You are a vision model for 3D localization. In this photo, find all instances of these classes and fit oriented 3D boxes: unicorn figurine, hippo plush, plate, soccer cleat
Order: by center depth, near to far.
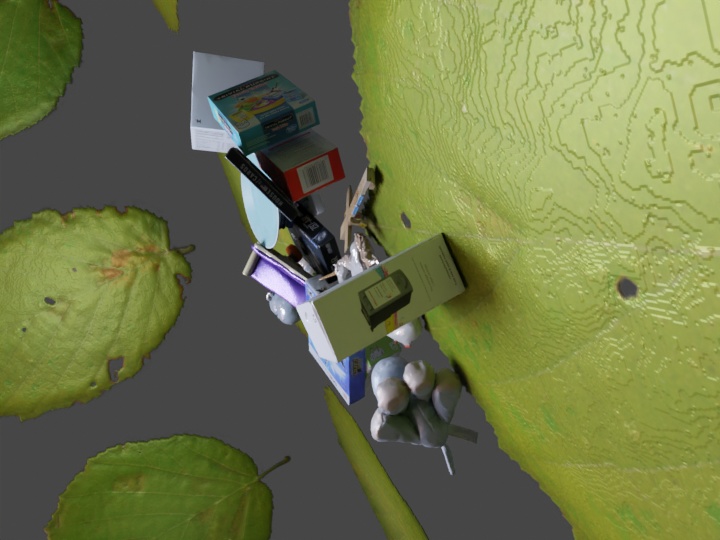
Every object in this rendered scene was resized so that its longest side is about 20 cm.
[{"bbox_3d":[0.100,0.204,0.927,0.195,0.162,0.162,25,-163,-18],"label":"hippo plush"},{"bbox_3d":[0.022,0.077,0.957,0.195,0.069,0.080,7,124,35],"label":"soccer cleat"},{"bbox_3d":[0.000,0.000,1.024,0.139,0.072,0.203,57,147,26],"label":"unicorn figurine"},{"bbox_3d":[-0.210,-0.151,1.170,0.199,0.025,0.207,34,131,49],"label":"plate"},{"bbox_3d":[-0.184,0.055,1.512,0.200,0.157,0.163,44,156,51],"label":"hippo plush"}]

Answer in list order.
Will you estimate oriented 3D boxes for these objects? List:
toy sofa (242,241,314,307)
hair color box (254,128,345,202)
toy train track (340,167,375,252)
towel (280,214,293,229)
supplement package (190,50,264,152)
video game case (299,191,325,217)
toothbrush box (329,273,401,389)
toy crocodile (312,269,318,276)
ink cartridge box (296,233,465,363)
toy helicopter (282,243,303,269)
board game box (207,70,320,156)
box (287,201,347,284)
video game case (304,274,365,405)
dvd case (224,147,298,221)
[{"bbox_3d":[-0.170,0.022,1.220,0.197,0.085,0.097,33,-171,15],"label":"toy sofa"},{"bbox_3d":[-0.120,-0.207,1.001,0.200,0.108,0.065,47,158,50],"label":"hair color box"},{"bbox_3d":[0.001,-0.103,0.895,0.201,0.031,0.119,120,153,-65],"label":"toy train track"},{"bbox_3d":[-0.184,-0.199,1.177,0.111,0.047,0.206,40,136,44],"label":"towel"},{"bbox_3d":[-0.296,-0.358,1.196,0.199,0.145,0.158,179,94,-73],"label":"supplement package"},{"bbox_3d":[-0.145,-0.208,1.247,0.187,0.023,0.199,66,165,-6],"label":"video game case"},{"bbox_3d":[-0.008,0.136,1.176,0.203,0.084,0.147,56,153,24],"label":"toothbrush box"},{"bbox_3d":[-0.081,0.056,1.377,0.206,0.060,0.067,67,164,-7],"label":"toy crocodile"},{"bbox_3d":[0.023,0.039,0.736,0.088,0.196,0.147,62,165,-1],"label":"ink cartridge box"},{"bbox_3d":[-0.128,0.037,1.313,0.198,0.079,0.134,33,155,33],"label":"toy helicopter"},{"bbox_3d":[-0.182,-0.296,0.996,0.200,0.148,0.048,48,158,45],"label":"board game box"},{"bbox_3d":[-0.107,-0.061,1.260,0.200,0.043,0.163,45,161,40],"label":"box"},{"bbox_3d":[-0.054,0.144,1.125,0.181,0.044,0.205,44,145,42],"label":"video game case"},{"bbox_3d":[-0.176,-0.159,0.971,0.150,0.025,0.200,44,-179,-16],"label":"dvd case"}]
